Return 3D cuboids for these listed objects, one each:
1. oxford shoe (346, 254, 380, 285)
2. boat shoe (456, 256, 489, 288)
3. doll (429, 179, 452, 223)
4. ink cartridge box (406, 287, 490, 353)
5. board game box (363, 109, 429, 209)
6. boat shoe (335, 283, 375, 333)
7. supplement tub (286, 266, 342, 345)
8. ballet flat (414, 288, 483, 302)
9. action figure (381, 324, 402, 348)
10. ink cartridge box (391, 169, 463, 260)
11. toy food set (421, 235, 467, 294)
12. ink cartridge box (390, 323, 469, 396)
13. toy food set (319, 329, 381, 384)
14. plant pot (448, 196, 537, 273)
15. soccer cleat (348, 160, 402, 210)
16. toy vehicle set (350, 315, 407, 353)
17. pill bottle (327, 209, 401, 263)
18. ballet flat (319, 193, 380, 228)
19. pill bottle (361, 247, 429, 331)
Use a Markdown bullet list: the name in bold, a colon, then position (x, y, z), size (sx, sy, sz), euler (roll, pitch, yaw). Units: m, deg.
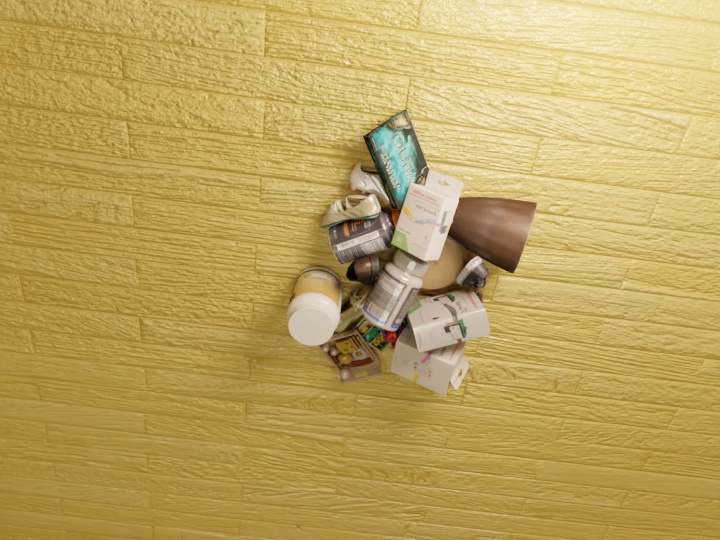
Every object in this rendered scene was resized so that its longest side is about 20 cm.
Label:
- **oxford shoe**: position (0.000, 0.000, 1.551), size (0.084, 0.200, 0.073), euler (-10, 78, -5)
- **boat shoe**: position (0.306, 0.017, 1.538), size (0.070, 0.200, 0.066), euler (-38, 78, -9)
- **doll**: position (0.187, -0.133, 1.474), size (0.048, 0.136, 0.202), euler (2, 101, -29)
- **ink cartridge box**: position (0.230, 0.130, 1.554), size (0.198, 0.146, 0.085), euler (-15, 113, 0)
- **board game box**: position (0.097, -0.271, 1.419), size (0.135, 0.028, 0.201), euler (-39, 121, -23)
- **boat shoe**: position (-0.031, 0.101, 1.667), size (0.063, 0.073, 0.201), euler (33, 124, -21)
- **supplement tub**: position (-0.125, 0.097, 1.591), size (0.143, 0.200, 0.146), euler (1, 120, 2)
- **ballet flat**: position (0.250, 0.079, 1.648), size (0.198, 0.067, 0.047), euler (-5, 99, 3)
- **action figure**: position (0.088, 0.137, 1.661), size (0.065, 0.052, 0.202), euler (-3, 114, 9)
- **ink cartridge box**: position (0.162, -0.138, 1.416), size (0.067, 0.117, 0.201), euler (-2, 114, -49)
- **toy food set**: position (0.201, -0.031, 1.591), size (0.199, 0.049, 0.198), euler (34, 116, -16)
- **ink cartridge box**: position (0.206, 0.245, 1.640), size (0.199, 0.129, 0.126), euler (21, 128, 17)
- **toy food set**: position (-0.041, 0.264, 1.745), size (0.143, 0.061, 0.200), euler (-18, 129, 20)
- **plant pot**: position (0.323, -0.112, 1.478), size (0.199, 0.187, 0.188), euler (18, 121, 9)
- **soccer cleat**: position (0.067, -0.212, 1.482), size (0.199, 0.069, 0.078), euler (22, 111, -9)
- **toy vehicle set**: position (0.077, 0.145, 1.712), size (0.124, 0.027, 0.200), euler (34, 116, -16)
- **pill bottle**: position (0.023, -0.096, 1.527), size (0.199, 0.106, 0.107), euler (-19, 118, 12)
- **ballet flat**: position (-0.035, -0.158, 1.495), size (0.199, 0.070, 0.070), euler (-9, 123, 36)
- **pill bottle**: position (0.095, 0.049, 1.535), size (0.113, 0.114, 0.201), euler (25, 105, -12)
